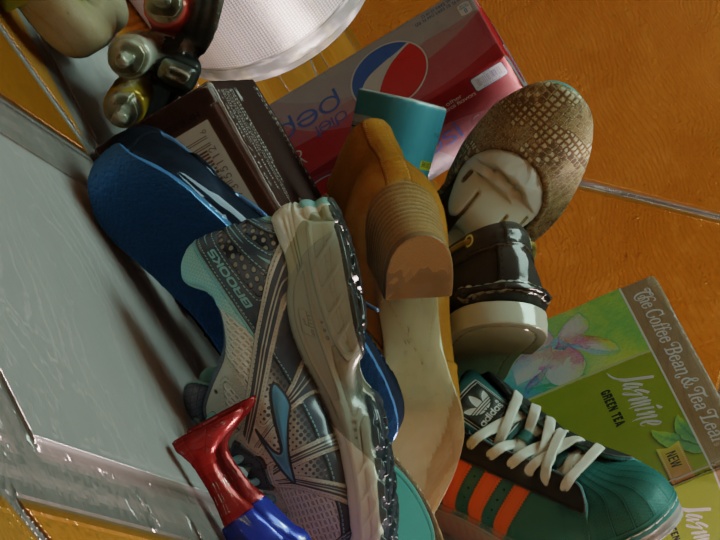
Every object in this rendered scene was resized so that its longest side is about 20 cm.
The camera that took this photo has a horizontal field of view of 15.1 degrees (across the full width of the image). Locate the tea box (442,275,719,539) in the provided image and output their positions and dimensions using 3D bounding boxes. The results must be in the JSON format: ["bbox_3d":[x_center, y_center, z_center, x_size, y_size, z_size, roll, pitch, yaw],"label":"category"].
[{"bbox_3d":[0.123,0.135,1.552,0.200,0.197,0.134,-111,178,-59],"label":"tea box"}]

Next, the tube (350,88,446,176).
[{"bbox_3d":[0.000,0.000,1.525,0.077,0.050,0.200,-6,110,-79],"label":"tube"}]

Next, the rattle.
[{"bbox_3d":[-0.125,-0.185,1.421,0.130,0.143,0.200,46,7,21],"label":"rattle"}]

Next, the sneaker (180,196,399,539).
[{"bbox_3d":[-0.033,0.069,1.243,0.078,0.086,0.200,-54,135,-82],"label":"sneaker"}]

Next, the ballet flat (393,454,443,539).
[{"bbox_3d":[0.013,0.150,1.355,0.065,0.071,0.200,24,-28,50],"label":"ballet flat"}]

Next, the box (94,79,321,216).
[{"bbox_3d":[-0.073,-0.043,1.455,0.100,0.075,0.200,60,4,-2],"label":"box"}]

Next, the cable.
[{"bbox_3d":[-0.108,-0.122,1.468,0.050,0.097,0.200,22,2,-7],"label":"cable"}]

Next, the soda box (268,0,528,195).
[{"bbox_3d":[0.001,-0.081,1.617,0.063,0.200,0.070,52,9,-49],"label":"soda box"}]

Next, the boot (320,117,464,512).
[{"bbox_3d":[0.010,0.033,1.422,0.144,0.071,0.201,-111,-154,-63],"label":"boot"}]

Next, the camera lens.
[{"bbox_3d":[-0.093,-0.232,1.758,0.200,0.160,0.160,54,8,-44],"label":"camera lens"}]

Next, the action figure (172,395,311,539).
[{"bbox_3d":[-0.011,0.149,1.180,0.200,0.052,0.065,62,2,-1],"label":"action figure"}]

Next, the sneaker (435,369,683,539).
[{"bbox_3d":[0.075,0.099,1.427,0.200,0.071,0.080,8,-52,42],"label":"sneaker"}]

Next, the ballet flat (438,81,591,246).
[{"bbox_3d":[0.065,-0.023,1.549,0.070,0.200,0.065,34,38,0],"label":"ballet flat"}]

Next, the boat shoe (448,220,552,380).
[{"bbox_3d":[0.052,0.027,1.490,0.201,0.072,0.061,141,-49,-66],"label":"boat shoe"}]

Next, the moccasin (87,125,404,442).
[{"bbox_3d":[-0.045,0.003,1.316,0.200,0.080,0.068,52,23,-18],"label":"moccasin"}]
